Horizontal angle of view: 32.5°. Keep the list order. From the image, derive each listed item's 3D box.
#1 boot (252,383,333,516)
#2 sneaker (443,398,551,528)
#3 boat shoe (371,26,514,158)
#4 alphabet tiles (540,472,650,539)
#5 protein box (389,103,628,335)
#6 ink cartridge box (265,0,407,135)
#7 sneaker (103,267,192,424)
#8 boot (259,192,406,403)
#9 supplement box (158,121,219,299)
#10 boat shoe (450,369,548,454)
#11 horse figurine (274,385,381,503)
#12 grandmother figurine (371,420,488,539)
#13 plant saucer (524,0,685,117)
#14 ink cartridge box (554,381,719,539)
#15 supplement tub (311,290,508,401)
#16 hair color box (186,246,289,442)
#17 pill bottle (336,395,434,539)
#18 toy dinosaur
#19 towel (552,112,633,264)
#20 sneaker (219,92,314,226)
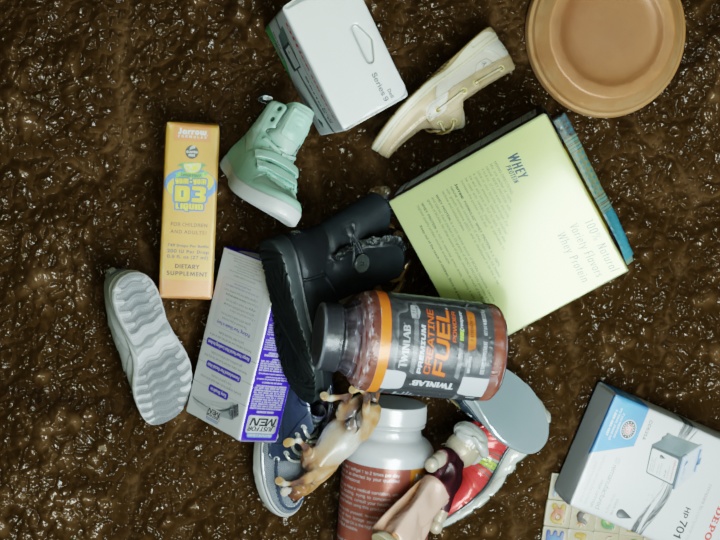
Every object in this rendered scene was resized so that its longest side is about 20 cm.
[{"bbox_3d":[-0.075,0.195,1.452,0.072,0.090,0.204,-8,98,-38],"label":"boot"},{"bbox_3d":[0.143,0.224,1.502,0.085,0.077,0.200,41,80,2],"label":"sneaker"},{"bbox_3d":[0.100,-0.195,1.448,0.200,0.074,0.069,-43,92,-1],"label":"boat shoe"},{"bbox_3d":[0.308,0.329,1.554,0.163,0.006,0.204,8,95,-6],"label":"alphabet tiles"},{"bbox_3d":[0.170,-0.051,1.416,0.198,0.135,0.200,-29,97,13],"label":"protein box"},{"bbox_3d":[-0.031,-0.234,1.365,0.083,0.200,0.148,-29,98,-6],"label":"ink cartridge box"},{"bbox_3d":[-0.251,0.084,1.449,0.074,0.082,0.203,-19,116,-24],"label":"sneaker"},{"bbox_3d":[-0.017,0.029,1.385,0.166,0.076,0.203,-21,110,-30],"label":"boot"},{"bbox_3d":[-0.199,-0.071,1.436,0.065,0.069,0.204,2,94,-7],"label":"supplement box"},{"bbox_3d":[0.137,0.138,1.469,0.200,0.091,0.071,44,77,0],"label":"boat shoe"},{"bbox_3d":[-0.030,0.182,1.386,0.050,0.132,0.201,37,89,26],"label":"horse figurine"},{"bbox_3d":[0.084,0.247,1.404,0.060,0.122,0.200,28,52,19],"label":"grandmother figurine"},{"bbox_3d":[0.296,-0.285,1.476,0.196,0.037,0.204,-1,96,-6],"label":"plant saucer"},{"bbox_3d":[0.358,0.245,1.506,0.197,0.086,0.148,22,93,-5],"label":"ink cartridge box"},{"bbox_3d":[0.050,0.079,1.309,0.196,0.107,0.109,6,95,-13],"label":"supplement tub"},{"bbox_3d":[-0.128,0.085,1.432,0.064,0.108,0.203,11,95,-44],"label":"hair color box"},{"bbox_3d":[0.030,0.256,1.467,0.110,0.112,0.204,4,96,-6],"label":"pill bottle"},{"bbox_3d":[0.000,0.000,1.475,0.105,0.060,0.202,25,83,8],"label":"toy dinosaur"},{"bbox_3d":[0.230,-0.068,1.501,0.145,0.022,0.202,-28,96,-2],"label":"towel"},{"bbox_3d":[-0.091,-0.130,1.371,0.073,0.201,0.119,32,99,-30],"label":"sneaker"}]
